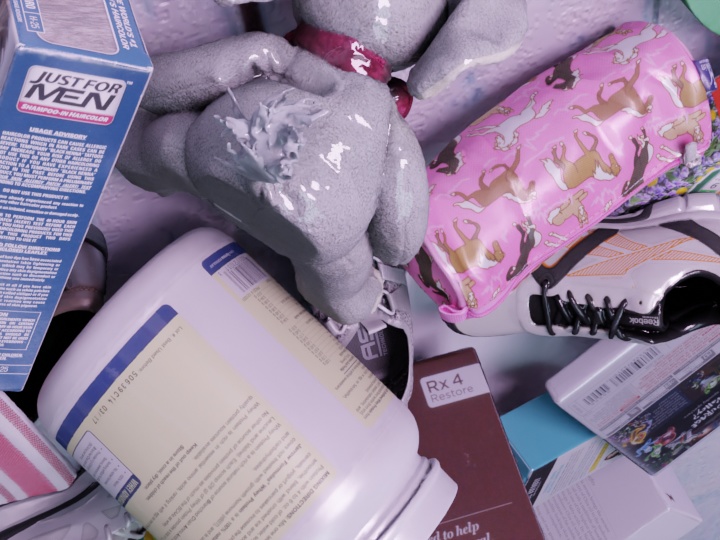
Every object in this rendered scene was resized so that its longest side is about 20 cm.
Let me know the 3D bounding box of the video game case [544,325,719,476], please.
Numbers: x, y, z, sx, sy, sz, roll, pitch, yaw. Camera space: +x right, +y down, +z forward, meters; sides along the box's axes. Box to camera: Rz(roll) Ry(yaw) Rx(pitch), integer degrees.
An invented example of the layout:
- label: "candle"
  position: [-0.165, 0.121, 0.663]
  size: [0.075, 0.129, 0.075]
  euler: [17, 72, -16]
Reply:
- label: "video game case"
  position: [0.243, 0.053, 0.849]
  size: [0.199, 0.023, 0.181]
  euler: [-40, 140, 12]

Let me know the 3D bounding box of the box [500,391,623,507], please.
- label: "box"
  position: [0.182, 0.113, 0.945]
  size: [0.198, 0.049, 0.083]
  euler: [-23, 149, -26]

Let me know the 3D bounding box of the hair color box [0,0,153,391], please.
- label: "hair color box"
  position: [-0.163, -0.047, 0.565]
  size: [0.060, 0.101, 0.201]
  euler: [6, 132, -32]

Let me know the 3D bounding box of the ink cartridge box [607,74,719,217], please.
- label: "ink cartridge box"
  position: [0.242, -0.078, 0.754]
  size: [0.108, 0.051, 0.199]
  euler: [13, 147, -40]

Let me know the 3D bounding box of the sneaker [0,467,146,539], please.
- label: "sneaker"
  position: [-0.167, 0.191, 0.824]
  size: [0.198, 0.116, 0.076]
  euler: [-26, 142, 0]

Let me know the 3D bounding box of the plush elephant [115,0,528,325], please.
- label: "plush elephant"
  position: [-0.016, -0.091, 0.578]
  size: [0.156, 0.164, 0.200]
  euler: [-58, -178, -14]

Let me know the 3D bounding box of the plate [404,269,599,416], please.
- label: "plate"
  position: [0.084, 0.044, 0.865]
  size: [0.197, 0.033, 0.201]
  euler: [2, 135, -29]

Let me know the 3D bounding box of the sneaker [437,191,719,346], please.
- label: "sneaker"
  position: [0.142, 0.009, 0.739]
  size: [0.197, 0.081, 0.074]
  euler: [-13, 131, 13]

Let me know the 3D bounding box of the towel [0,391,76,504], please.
- label: "towel"
  position: [-0.270, 0.103, 0.668]
  size: [0.197, 0.030, 0.147]
  euler: [-12, 152, 0]

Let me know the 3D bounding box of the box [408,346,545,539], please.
- label: "box"
  position: [0.022, 0.187, 0.836]
  size: [0.164, 0.166, 0.201]
  euler: [-14, 147, -7]

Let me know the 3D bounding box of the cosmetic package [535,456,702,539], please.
- label: "cosmetic package"
  position: [0.184, 0.228, 1.076]
  size: [0.200, 0.102, 0.071]
  euler: [-41, 140, 20]

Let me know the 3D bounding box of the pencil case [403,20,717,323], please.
- label: "pencil case"
  position: [0.104, -0.055, 0.685]
  size: [0.199, 0.086, 0.083]
  euler: [-35, 128, -11]

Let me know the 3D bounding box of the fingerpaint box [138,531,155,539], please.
- label: "fingerpaint box"
  position: [-0.123, 0.304, 0.909]
  size: [0.073, 0.201, 0.167]
  euler: [-32, 142, 10]

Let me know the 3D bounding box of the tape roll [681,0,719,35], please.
- label: "tape roll"
  position: [0.245, -0.214, 0.648]
  size: [0.198, 0.048, 0.202]
  euler: [-16, 140, -14]

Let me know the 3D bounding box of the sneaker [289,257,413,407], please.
- label: "sneaker"
  position: [0.000, 0.000, 0.709]
  size: [0.074, 0.082, 0.202]
  euler: [-23, 126, -2]

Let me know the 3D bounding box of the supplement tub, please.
- label: "supplement tub"
  position: [-0.059, 0.093, 0.670]
  size: [0.145, 0.200, 0.145]
  euler: [-46, 178, -2]

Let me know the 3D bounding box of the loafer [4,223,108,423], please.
- label: "loafer"
  position: [-0.202, 0.058, 0.693]
  size: [0.071, 0.063, 0.201]
  euler: [14, 127, -38]
